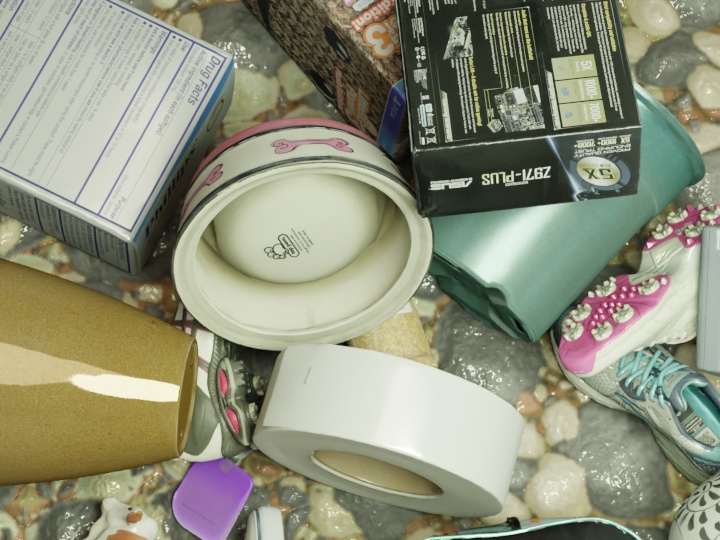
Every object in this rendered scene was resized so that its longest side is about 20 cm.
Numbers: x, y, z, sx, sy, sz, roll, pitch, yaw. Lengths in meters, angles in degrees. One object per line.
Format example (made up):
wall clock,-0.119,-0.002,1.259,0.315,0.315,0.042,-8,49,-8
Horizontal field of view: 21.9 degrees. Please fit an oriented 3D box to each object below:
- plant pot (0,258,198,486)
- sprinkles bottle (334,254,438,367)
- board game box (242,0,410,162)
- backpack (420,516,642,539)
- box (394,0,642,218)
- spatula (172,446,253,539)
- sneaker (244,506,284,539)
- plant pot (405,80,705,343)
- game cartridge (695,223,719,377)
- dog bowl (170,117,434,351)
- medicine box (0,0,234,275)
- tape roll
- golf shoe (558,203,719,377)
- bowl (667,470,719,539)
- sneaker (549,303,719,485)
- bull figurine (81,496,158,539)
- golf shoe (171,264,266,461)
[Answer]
plant pot,-0.229,0.086,1.409,0.200,0.186,0.186,8,73,3
sprinkles bottle,0.000,0.000,1.528,0.068,0.068,0.200,-17,76,-10
board game box,0.003,-0.209,1.544,0.097,0.159,0.200,-38,80,-14
backpack,0.138,0.275,1.413,0.200,0.153,0.176,-14,76,5
box,0.111,-0.150,1.371,0.164,0.086,0.200,-7,56,2
spatula,-0.082,0.127,1.506,0.057,0.021,0.200,29,70,18
sneaker,-0.100,0.278,1.433,0.071,0.073,0.200,9,73,-6
plant pot,0.140,-0.061,1.505,0.200,0.200,0.196,38,81,6
game cartridge,0.343,0.024,1.506,0.200,0.042,0.133,-5,104,-41
dog bowl,-0.048,-0.032,1.419,0.200,0.200,0.074,-6,46,-7
medicine box,-0.231,-0.126,1.526,0.200,0.103,0.182,26,73,2
tape roll,0.021,0.124,1.424,0.202,0.202,0.071,17,73,0
golf shoe,0.240,0.032,1.479,0.200,0.075,0.092,-40,117,-25
bowl,0.282,0.246,1.426,0.094,0.201,0.201,-16,75,5
sneaker,0.244,0.090,1.515,0.200,0.086,0.078,39,73,7
bull figurine,-0.212,0.272,1.430,0.121,0.065,0.200,-5,72,-3
golf shoe,-0.132,0.057,1.496,0.088,0.077,0.200,-18,63,12
